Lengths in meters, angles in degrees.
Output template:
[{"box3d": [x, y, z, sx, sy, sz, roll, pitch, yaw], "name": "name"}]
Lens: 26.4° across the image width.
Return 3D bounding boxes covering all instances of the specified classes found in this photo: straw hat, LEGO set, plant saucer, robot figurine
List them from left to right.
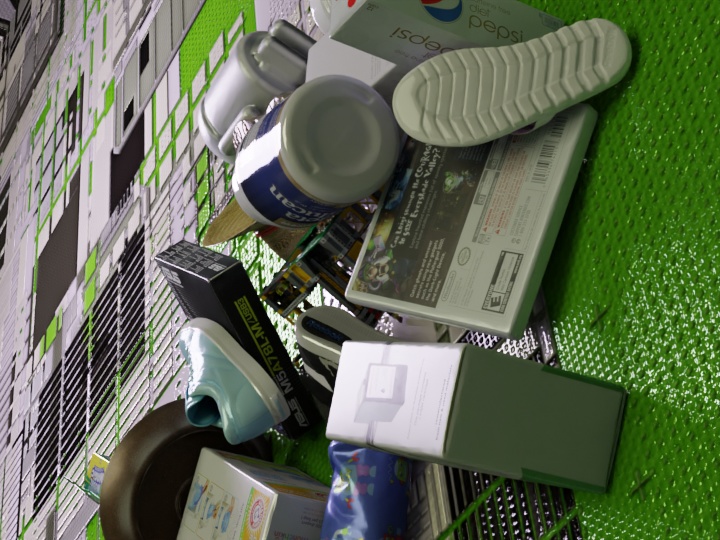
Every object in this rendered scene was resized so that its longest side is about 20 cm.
[{"box3d": [-0.167, 0.230, 1.556, 0.032, 0.199, 0.202, 13, 87, 57], "name": "plant saucer"}, {"box3d": [-0.121, -0.201, 1.817, 0.200, 0.113, 0.170, -51, 6, 40], "name": "robot figurine"}, {"box3d": [-0.068, -0.062, 1.648, 0.200, 0.085, 0.201, -36, 17, 13], "name": "straw hat"}, {"box3d": [0.000, 0.000, 1.491, 0.200, 0.116, 0.154, -43, 9, 42], "name": "LEGO set"}]

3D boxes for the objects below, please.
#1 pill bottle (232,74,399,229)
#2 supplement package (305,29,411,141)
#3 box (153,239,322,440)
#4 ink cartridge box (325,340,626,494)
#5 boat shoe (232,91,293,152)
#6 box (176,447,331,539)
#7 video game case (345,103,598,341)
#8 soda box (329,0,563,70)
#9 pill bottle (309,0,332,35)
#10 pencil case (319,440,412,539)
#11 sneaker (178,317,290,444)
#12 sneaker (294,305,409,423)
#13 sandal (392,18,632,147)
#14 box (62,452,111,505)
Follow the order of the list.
[{"box3d": [-0.050, -0.099, 1.390, 0.200, 0.110, 0.112, 157, 126, -67], "name": "pill bottle"}, {"box3d": [0.040, -0.186, 1.460, 0.200, 0.120, 0.121, -34, 46, 54], "name": "supplement package"}, {"box3d": [-0.131, 0.069, 1.616, 0.047, 0.194, 0.200, -34, 20, -16], "name": "box"}, {"box3d": [0.082, 0.108, 1.166, 0.200, 0.145, 0.085, -4, 73, 65], "name": "ink cartridge box"}, {"box3d": [-0.074, -0.140, 1.617, 0.200, 0.073, 0.075, -19, 89, 64], "name": "boat shoe"}, {"box3d": [-0.084, 0.248, 1.466, 0.200, 0.112, 0.102, 14, 87, 65], "name": "box"}, {"box3d": [0.090, -0.052, 1.281, 0.181, 0.023, 0.202, 12, 77, 41], "name": "video game case"}, {"box3d": [0.076, -0.204, 1.301, 0.068, 0.198, 0.064, -36, 42, 52], "name": "soda box"}, {"box3d": [0.035, -0.314, 1.555, 0.200, 0.115, 0.117, -41, 40, 51], "name": "pill bottle"}, {"box3d": [-0.002, 0.243, 1.338, 0.086, 0.078, 0.202, -8, 64, 36], "name": "pencil case"}, {"box3d": [-0.150, 0.110, 1.525, 0.200, 0.082, 0.074, 30, 147, 56], "name": "sneaker"}, {"box3d": [0.021, 0.118, 1.397, 0.200, 0.073, 0.113, 34, 144, 41], "name": "sneaker"}, {"box3d": [0.126, -0.144, 1.252, 0.201, 0.050, 0.083, -12, 72, 17], "name": "sandal"}, {"box3d": [-0.210, 0.240, 1.633, 0.117, 0.198, 0.049, 9, 83, 64], "name": "box"}]
